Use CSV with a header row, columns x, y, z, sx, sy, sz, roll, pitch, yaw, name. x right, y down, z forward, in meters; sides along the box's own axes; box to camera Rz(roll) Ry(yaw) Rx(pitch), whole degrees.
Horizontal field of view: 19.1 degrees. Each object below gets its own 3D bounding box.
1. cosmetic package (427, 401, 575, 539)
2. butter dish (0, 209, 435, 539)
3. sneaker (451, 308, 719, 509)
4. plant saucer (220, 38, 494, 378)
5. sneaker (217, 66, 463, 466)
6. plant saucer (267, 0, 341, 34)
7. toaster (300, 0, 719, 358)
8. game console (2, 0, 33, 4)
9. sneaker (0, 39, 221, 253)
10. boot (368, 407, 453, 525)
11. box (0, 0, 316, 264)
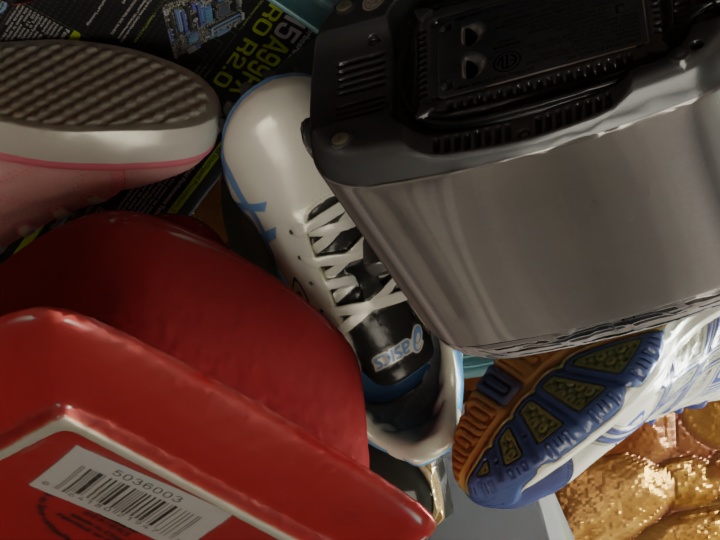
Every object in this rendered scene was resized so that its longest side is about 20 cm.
x,y,z,sx,sy,sz,roll,pitch,yaw,name
0.067,0.208,1.074,0.122,0.200,0.200,-21,128,7,cosmetic package
-0.088,0.043,0.868,0.200,0.148,0.199,32,141,-28,butter dish
0.129,0.041,0.926,0.200,0.075,0.088,-43,129,-5,sneaker
0.037,-0.024,0.947,0.199,0.027,0.201,0,125,0,plant saucer
0.000,0.000,0.897,0.072,0.073,0.200,-31,128,-8,sneaker
0.003,-0.119,0.844,0.200,0.019,0.070,31,128,-24,plant saucer
0.084,-0.050,0.816,0.199,0.114,0.129,-15,133,14,toaster
-0.090,-0.220,0.802,0.177,0.031,0.201,-33,130,-23,game console
-0.155,-0.035,0.894,0.199,0.075,0.105,-1,124,2,sneaker
-0.071,0.117,0.980,0.199,0.138,0.078,-1,112,34,boot
-0.127,-0.087,0.935,0.160,0.044,0.200,26,120,-26,box
